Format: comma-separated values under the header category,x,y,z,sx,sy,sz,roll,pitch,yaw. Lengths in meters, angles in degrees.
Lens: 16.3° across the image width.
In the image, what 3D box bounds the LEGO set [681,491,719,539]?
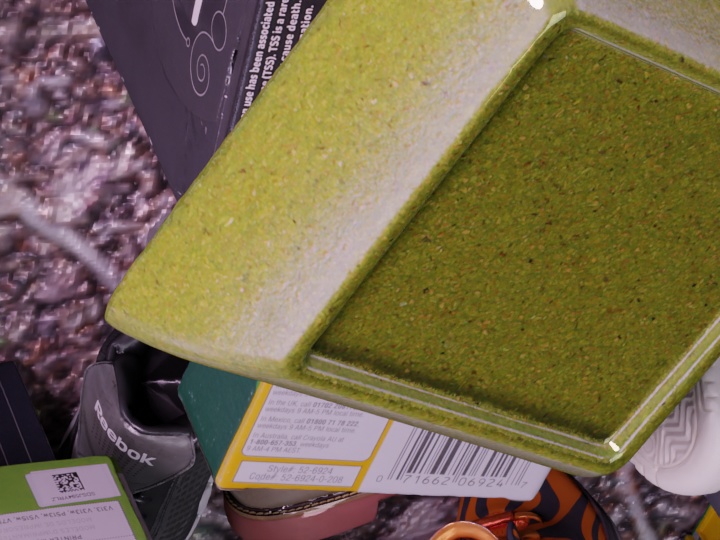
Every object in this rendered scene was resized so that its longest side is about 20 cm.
category,x,y,z,sx,sy,sz,roll,pitch,yaw
LEGO set,0.229,0.158,1.207,0.154,0.116,0.200,15,120,-34

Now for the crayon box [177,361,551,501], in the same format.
category,x,y,z,sx,sy,sz,roll,pitch,yaw
crayon box,0.035,-0.015,0.805,0.126,0.052,0.200,5,128,-29

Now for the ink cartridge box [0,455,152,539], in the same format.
category,x,y,z,sx,sy,sz,roll,pitch,yaw
ink cartridge box,-0.099,0.184,0.868,0.076,0.200,0.148,-5,128,-24

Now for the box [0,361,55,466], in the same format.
category,x,y,z,sx,sy,sz,roll,pitch,yaw
box,-0.212,0.155,1.000,0.182,0.104,0.200,-10,131,-20

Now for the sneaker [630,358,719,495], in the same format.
category,x,y,z,sx,sy,sz,roll,pitch,yaw
sneaker,0.137,-0.003,0.973,0.111,0.200,0.077,5,139,-31

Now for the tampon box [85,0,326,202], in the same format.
category,x,y,z,sx,sy,sz,roll,pitch,yaw
tampon box,0.026,-0.105,0.864,0.200,0.150,0.126,-2,130,-24

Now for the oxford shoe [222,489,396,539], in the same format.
category,x,y,z,sx,sy,sz,roll,pitch,yaw
oxford shoe,0.031,0.048,1.054,0.200,0.070,0.075,-24,127,-9

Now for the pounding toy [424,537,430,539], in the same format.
category,x,y,z,sx,sy,sz,roll,pitch,yaw
pounding toy,0.001,0.227,1.138,0.184,0.142,0.200,-19,134,-11

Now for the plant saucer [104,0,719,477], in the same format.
category,x,y,z,sx,sy,sz,roll,pitch,yaw
plant saucer,0.060,-0.017,0.743,0.200,0.048,0.200,18,121,-37

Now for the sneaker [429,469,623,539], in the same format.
category,x,y,z,sx,sy,sz,roll,pitch,yaw
sneaker,0.063,0.125,1.050,0.077,0.200,0.112,-25,127,12

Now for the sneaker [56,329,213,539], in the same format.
category,x,y,z,sx,sy,sz,roll,pitch,yaw
sneaker,-0.085,0.062,0.986,0.200,0.066,0.090,-60,172,22
